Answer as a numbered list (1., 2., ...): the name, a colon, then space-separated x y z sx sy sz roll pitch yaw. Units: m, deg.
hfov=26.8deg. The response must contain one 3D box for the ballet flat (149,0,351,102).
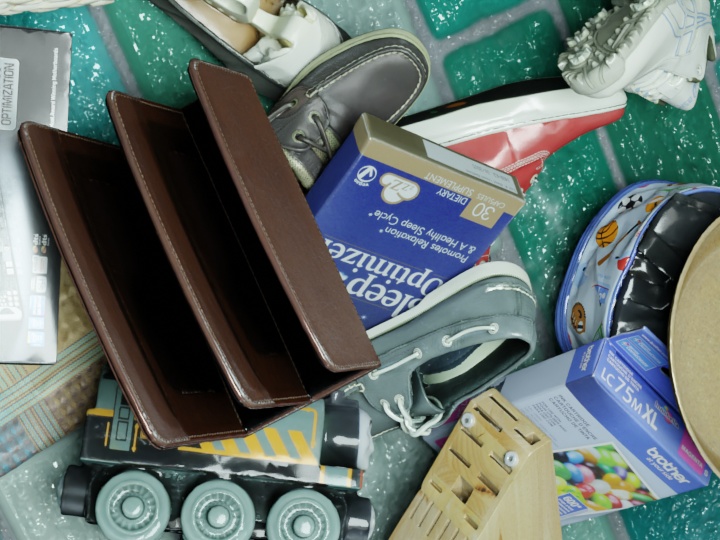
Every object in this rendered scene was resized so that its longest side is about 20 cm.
1. ballet flat: -0.069 -0.158 0.966 0.200 0.068 0.068 29 85 -21

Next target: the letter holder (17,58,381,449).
1. letter holder: -0.093 -0.012 0.860 0.100 0.142 0.201 -28 79 17

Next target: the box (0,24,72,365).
1. box: -0.256 -0.047 0.897 0.157 0.050 0.201 4 89 -16

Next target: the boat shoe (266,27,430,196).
1. boat shoe: -0.037 -0.074 0.955 0.200 0.065 0.073 -37 119 16

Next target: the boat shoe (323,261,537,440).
1. boat shoe: 0.033 0.072 0.980 0.200 0.062 0.073 -37 134 22

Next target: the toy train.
1. toy train: -0.087 0.122 0.949 0.199 0.085 0.115 7 78 -4

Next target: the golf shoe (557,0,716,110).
1. golf shoe: 0.200 -0.146 1.011 0.097 0.078 0.200 58 39 -12

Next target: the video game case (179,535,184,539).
1. video game case: -0.070 0.283 1.046 0.180 0.025 0.201 23 90 -21

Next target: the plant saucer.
1. plant saucer: 0.263 0.053 0.965 0.199 0.035 0.201 3 83 -30

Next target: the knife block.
1. knife block: 0.104 0.191 1.039 0.175 0.064 0.201 16 108 -45

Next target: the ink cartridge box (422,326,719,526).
1. ink cartridge box: 0.150 0.112 1.019 0.119 0.200 0.042 43 46 -19

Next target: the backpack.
1. backpack: 0.234 0.025 1.057 0.190 0.154 0.201 29 80 -29

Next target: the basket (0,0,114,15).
1. basket: -0.223 -0.245 0.821 0.197 0.161 0.201 -11 79 -18

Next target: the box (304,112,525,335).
1. box: 0.000 0.000 0.970 0.121 0.032 0.200 19 126 -29

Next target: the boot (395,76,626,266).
1. boot: 0.098 -0.050 1.043 0.199 0.072 0.145 -17 103 -9

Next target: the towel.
1. towel: -0.237 0.022 0.955 0.146 0.022 0.201 -32 108 -13
